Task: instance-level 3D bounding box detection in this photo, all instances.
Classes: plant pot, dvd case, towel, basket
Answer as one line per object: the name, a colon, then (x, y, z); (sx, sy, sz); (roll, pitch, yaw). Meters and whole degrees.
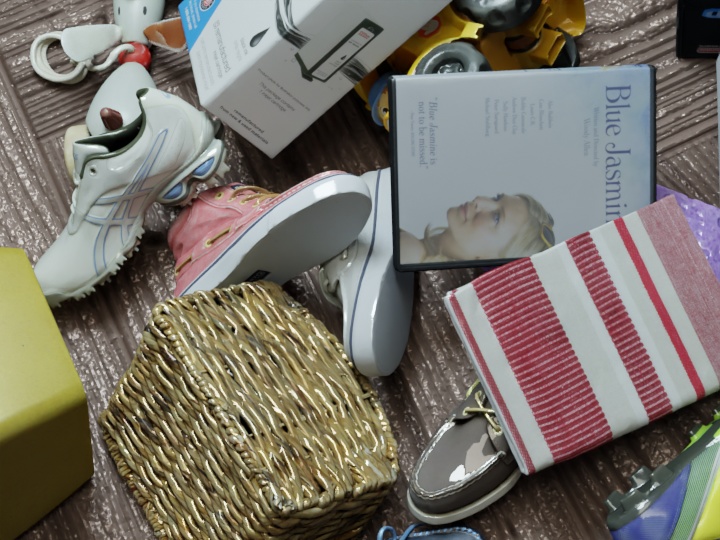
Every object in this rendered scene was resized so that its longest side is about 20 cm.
plant pot: (-0.298, 0.095, 1.469); (0.176, 0.200, 0.200); (-20, 62, -16)
dvd case: (0.120, -0.075, 1.487); (0.199, 0.018, 0.143); (-4, 100, -9)
towel: (0.172, 0.045, 1.451); (0.199, 0.023, 0.144); (-22, 81, -19)
basket: (-0.077, 0.127, 1.487); (0.142, 0.149, 0.200); (-13, 56, -39)

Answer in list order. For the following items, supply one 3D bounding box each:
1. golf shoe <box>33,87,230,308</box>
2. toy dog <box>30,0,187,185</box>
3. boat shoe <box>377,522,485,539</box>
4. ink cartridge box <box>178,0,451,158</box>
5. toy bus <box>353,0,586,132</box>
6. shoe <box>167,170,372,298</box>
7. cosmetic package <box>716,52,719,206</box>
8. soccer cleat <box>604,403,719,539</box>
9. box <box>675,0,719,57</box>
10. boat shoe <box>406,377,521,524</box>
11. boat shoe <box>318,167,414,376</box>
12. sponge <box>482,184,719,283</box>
golf shoe: (-0.196, -0.061, 1.552); (0.200, 0.097, 0.078); (-44, 31, 12)
toy dog: (-0.192, -0.157, 1.626); (0.131, 0.096, 0.200); (-21, 63, -4)
boat shoe: (0.000, 0.231, 1.418); (0.199, 0.069, 0.084); (-25, 61, -9)
ink cartridge box: (-0.035, -0.208, 1.556); (0.200, 0.084, 0.146); (-41, 37, 19)
toy bus: (0.055, -0.169, 1.591); (0.191, 0.136, 0.200); (17, 69, 30)
shoe: (-0.075, -0.037, 1.521); (0.200, 0.071, 0.091); (-39, 51, 34)
cosmetic package: (0.371, -0.089, 1.488); (0.199, 0.123, 0.201); (6, 65, -3)
soccer cleat: (0.263, 0.147, 1.444); (0.200, 0.065, 0.084); (-34, 94, -15)
box: (0.342, -0.218, 1.553); (0.199, 0.159, 0.046); (3, 66, 8)
boat shoe: (0.106, 0.100, 1.462); (0.200, 0.060, 0.072); (-39, 54, -21)
boat shoe: (0.000, 0.000, 1.524); (0.065, 0.072, 0.201); (-8, 49, 16)
sponge: (0.205, -0.014, 1.540); (0.199, 0.030, 0.112); (22, 69, 16)
